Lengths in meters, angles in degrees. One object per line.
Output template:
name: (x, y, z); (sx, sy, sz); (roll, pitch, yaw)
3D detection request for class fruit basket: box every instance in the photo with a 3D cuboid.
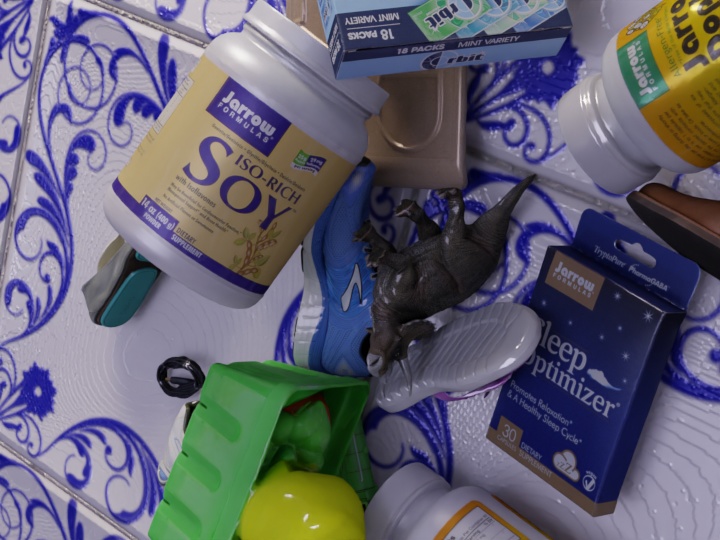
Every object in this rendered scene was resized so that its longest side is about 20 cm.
fruit basket: (-0.053, 0.185, 1.094); (0.215, 0.155, 0.217); (-1, 88, 30)

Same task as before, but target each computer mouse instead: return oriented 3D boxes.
computer mouse: (-0.119, 0.111, 1.281); (0.200, 0.034, 0.059); (13, 123, 42)

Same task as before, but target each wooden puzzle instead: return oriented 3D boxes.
wooden puzzle: (0.017, -0.169, 1.132); (0.185, 0.046, 0.201); (6, 103, 38)

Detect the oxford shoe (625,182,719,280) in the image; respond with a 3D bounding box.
oxford shoe: (0.273, -0.024, 0.939); (0.200, 0.071, 0.071); (27, 81, 36)

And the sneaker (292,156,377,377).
sneaker: (0.000, 0.000, 1.144); (0.089, 0.079, 0.201); (12, 118, 14)

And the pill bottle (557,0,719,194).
pill bottle: (0.233, -0.134, 0.916); (0.200, 0.113, 0.113); (-33, 74, 37)

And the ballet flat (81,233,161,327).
ballet flat: (-0.206, -0.023, 1.310); (0.200, 0.067, 0.064); (-45, 61, 32)

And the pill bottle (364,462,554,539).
pill bottle: (0.097, 0.237, 1.064); (0.200, 0.111, 0.111); (34, 115, 31)

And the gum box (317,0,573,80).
gum box: (0.045, -0.243, 1.001); (0.045, 0.169, 0.201); (114, 145, -65)

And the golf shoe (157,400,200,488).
golf shoe: (-0.107, 0.190, 1.237); (0.200, 0.078, 0.098); (27, 120, 33)

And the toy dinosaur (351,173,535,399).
toy dinosaur: (0.059, -0.005, 1.086); (0.102, 0.200, 0.077); (54, 169, -28)

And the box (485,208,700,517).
box: (0.169, 0.065, 1.027); (0.121, 0.032, 0.201); (34, 114, 44)

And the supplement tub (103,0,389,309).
supplement tub: (-0.085, -0.088, 1.045); (0.145, 0.145, 0.200); (39, 97, 29)

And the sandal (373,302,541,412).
sandal: (0.085, 0.075, 1.083); (0.050, 0.083, 0.202); (40, 151, -17)

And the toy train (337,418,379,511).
toy train: (-0.009, 0.197, 1.192); (0.056, 0.042, 0.201); (-14, 86, 29)
